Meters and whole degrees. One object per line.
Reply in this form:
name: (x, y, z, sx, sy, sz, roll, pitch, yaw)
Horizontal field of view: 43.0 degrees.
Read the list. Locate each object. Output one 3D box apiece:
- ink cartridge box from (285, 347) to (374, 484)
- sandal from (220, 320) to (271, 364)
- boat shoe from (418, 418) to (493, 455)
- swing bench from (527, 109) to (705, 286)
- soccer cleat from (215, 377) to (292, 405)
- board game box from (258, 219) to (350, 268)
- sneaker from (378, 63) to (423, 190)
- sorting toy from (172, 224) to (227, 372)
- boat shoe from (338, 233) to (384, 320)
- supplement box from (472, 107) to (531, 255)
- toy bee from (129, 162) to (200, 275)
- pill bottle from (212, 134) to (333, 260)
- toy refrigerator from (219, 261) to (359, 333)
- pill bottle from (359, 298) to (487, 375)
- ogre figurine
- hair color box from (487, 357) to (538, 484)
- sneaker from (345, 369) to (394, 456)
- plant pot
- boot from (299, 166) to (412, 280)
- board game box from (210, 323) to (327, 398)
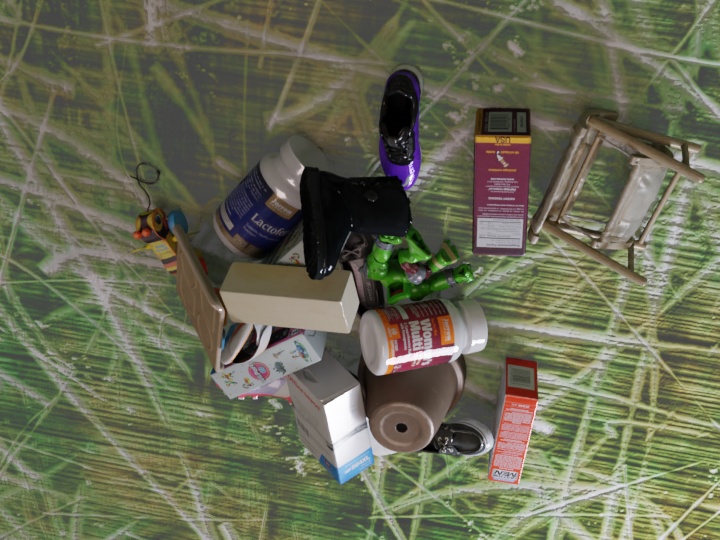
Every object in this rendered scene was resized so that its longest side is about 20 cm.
ink cartridge box: (-0.056, 0.256, 1.637, 0.084, 0.146, 0.201, -26, 129, -23)
sandal: (-0.176, 0.103, 1.519, 0.059, 0.207, 0.079, 37, 108, -9)
boat shoe: (0.155, 0.310, 1.670, 0.199, 0.056, 0.069, -6, 104, 49)
swing bench: (0.381, -0.119, 1.385, 0.198, 0.130, 0.200, 22, 123, 3)
soccer cleat: (-0.176, 0.206, 1.728, 0.198, 0.067, 0.077, 8, 100, 9)
board game box: (-0.096, -0.032, 1.492, 0.064, 0.148, 0.200, 39, 132, -13)
sneaker: (0.056, -0.206, 1.407, 0.069, 0.100, 0.202, 5, 121, 10)
sorting toy: (-0.263, 0.047, 1.521, 0.036, 0.186, 0.201, -19, 148, -21)
boat shoe: (0.000, 0.000, 1.567, 0.066, 0.057, 0.202, -8, 118, 17)
supplement box: (0.218, -0.136, 1.413, 0.085, 0.111, 0.202, 2, 121, 9)
toy bee: (-0.353, -0.063, 1.570, 0.131, 0.109, 0.200, -35, 109, 29)
pill bottle: (-0.141, -0.119, 1.489, 0.115, 0.116, 0.200, 39, 118, -13)
toy refrigerator: (-0.108, 0.039, 1.412, 0.198, 0.070, 0.076, 4, 139, 18)
pill bottle: (0.106, 0.107, 1.540, 0.198, 0.110, 0.110, -8, 123, -19)
ogre figurine: (0.082, -0.007, 1.519, 0.120, 0.099, 0.199, -37, 152, 32)
hair color box: (0.274, 0.271, 1.644, 0.063, 0.111, 0.202, 9, 122, 4)
sneaker: (-0.008, 0.279, 1.726, 0.084, 0.073, 0.201, -21, 113, 25)
plant pot: (0.085, 0.224, 1.617, 0.198, 0.175, 0.202, 4, 122, 7)
boot: (-0.001, -0.070, 1.367, 0.166, 0.202, 0.077, 5, 142, -16)
board game box: (-0.154, 0.125, 1.610, 0.199, 0.148, 0.064, -27, 116, 23)
